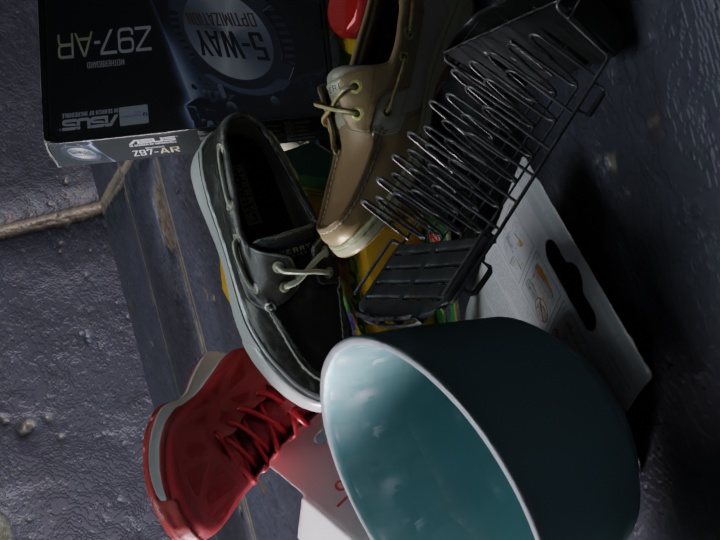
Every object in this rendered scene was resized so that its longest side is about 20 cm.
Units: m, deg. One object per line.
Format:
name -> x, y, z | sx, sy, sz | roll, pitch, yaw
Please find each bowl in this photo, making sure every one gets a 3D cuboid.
bowl -> 0.077, 0.105, 0.747 | 0.201, 0.105, 0.201 | 44, 148, 36

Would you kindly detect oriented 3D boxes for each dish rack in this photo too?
dish rack -> 0.056, -0.060, 0.738 | 0.055, 0.200, 0.153 | 36, 168, -13

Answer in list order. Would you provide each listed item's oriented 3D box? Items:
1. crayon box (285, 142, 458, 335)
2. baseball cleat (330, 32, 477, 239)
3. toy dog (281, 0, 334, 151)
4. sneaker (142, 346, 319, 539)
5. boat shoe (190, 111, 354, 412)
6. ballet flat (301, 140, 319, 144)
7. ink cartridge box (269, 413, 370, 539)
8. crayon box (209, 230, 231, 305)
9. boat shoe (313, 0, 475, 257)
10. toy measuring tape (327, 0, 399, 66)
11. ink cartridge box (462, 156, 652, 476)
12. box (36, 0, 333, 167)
crayon box -> 0.000, 0.000, 0.945 | 0.200, 0.051, 0.127 | 36, 141, 56
baseball cleat -> 0.038, -0.085, 0.970 | 0.106, 0.070, 0.200 | 0, 111, 62
toy dog -> -0.081, -0.151, 1.035 | 0.194, 0.200, 0.140 | 95, 154, -48
sneaker -> -0.066, 0.094, 0.894 | 0.078, 0.115, 0.200 | 59, -160, -24
boat shoe -> -0.052, -0.005, 0.874 | 0.200, 0.071, 0.064 | 64, 154, 6
ballet flat -> -0.049, -0.071, 1.213 | 0.200, 0.075, 0.068 | -123, 24, -47
ink cartridge box -> 0.039, 0.171, 0.939 | 0.200, 0.116, 0.068 | 38, 148, 21
crayon box -> -0.044, 0.022, 1.189 | 0.200, 0.127, 0.051 | -122, 24, -47
boat shoe -> 0.007, -0.105, 0.843 | 0.074, 0.066, 0.200 | -17, 48, 55
toy measuring tape -> 0.015, -0.212, 0.927 | 0.074, 0.073, 0.201 | 157, 114, -73
ink cartridge box -> 0.124, 0.049, 0.825 | 0.200, 0.050, 0.162 | 107, 146, -51
box -> -0.121, -0.162, 0.946 | 0.044, 0.199, 0.161 | 86, 178, -73
